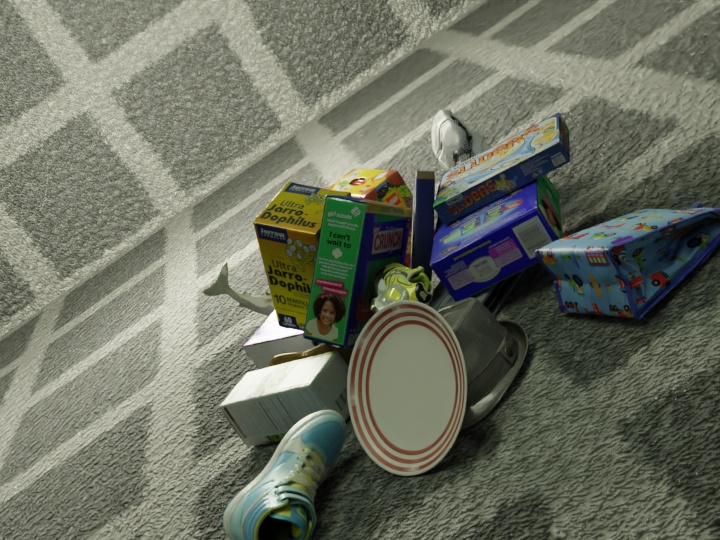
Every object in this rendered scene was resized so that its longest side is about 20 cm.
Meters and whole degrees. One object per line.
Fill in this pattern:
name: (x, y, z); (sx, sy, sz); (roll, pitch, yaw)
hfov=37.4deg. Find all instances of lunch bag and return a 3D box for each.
lunch bag: (0.338, -0.033, 1.276); (0.199, 0.095, 0.150); (-31, 13, -20)

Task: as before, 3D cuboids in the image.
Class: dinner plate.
dinner plate: (0.056, 0.136, 1.238); (0.024, 0.203, 0.199); (4, -13, -41)

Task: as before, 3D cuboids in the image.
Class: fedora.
fedora: (0.111, 0.104, 1.303); (0.176, 0.091, 0.200); (-17, 25, 45)

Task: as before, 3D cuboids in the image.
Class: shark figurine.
shark figurine: (-0.168, 0.066, 1.897); (0.129, 0.212, 0.090); (-106, 28, -42)

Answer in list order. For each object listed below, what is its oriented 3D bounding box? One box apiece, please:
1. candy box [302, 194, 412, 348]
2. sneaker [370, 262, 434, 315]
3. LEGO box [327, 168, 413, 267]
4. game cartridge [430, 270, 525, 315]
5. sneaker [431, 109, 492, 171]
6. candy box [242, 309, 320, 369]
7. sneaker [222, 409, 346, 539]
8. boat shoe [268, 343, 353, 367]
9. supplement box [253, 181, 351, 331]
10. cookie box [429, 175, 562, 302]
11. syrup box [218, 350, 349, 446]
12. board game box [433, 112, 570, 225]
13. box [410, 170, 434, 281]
candy box: (0.000, 0.000, 1.505); (0.076, 0.202, 0.169); (10, 5, 24)
sneaker: (0.064, 0.030, 1.402); (0.076, 0.076, 0.200); (-36, 13, 12)
LEGO box: (0.036, -0.096, 1.857); (0.077, 0.150, 0.200); (-38, 18, -14)
game cartridge: (0.157, 0.030, 1.507); (0.133, 0.041, 0.200); (-11, 29, 44)
sneaker: (0.199, -0.180, 1.726); (0.114, 0.201, 0.075); (-9, -32, -36)
candy box: (-0.071, 0.076, 1.736); (0.167, 0.072, 0.200); (-15, 27, 45)
sneaker: (-0.068, 0.257, 1.261); (0.200, 0.080, 0.130); (-50, 19, -15)
boat shoe: (-0.041, 0.134, 1.537); (0.199, 0.072, 0.069); (-4, 7, 38)
supplement box: (-0.069, -0.013, 1.573); (0.108, 0.201, 0.110); (11, 42, 26)
cookie box: (0.192, -0.060, 1.493); (0.170, 0.076, 0.200); (-28, 19, 20)
syrup box: (-0.099, 0.183, 1.496); (0.199, 0.082, 0.079); (-19, 22, 42)
board game box: (0.203, -0.146, 1.517); (0.199, 0.035, 0.136); (-27, 18, 20)
box: (0.089, -0.033, 1.562); (0.032, 0.202, 0.121); (4, -11, 2)
